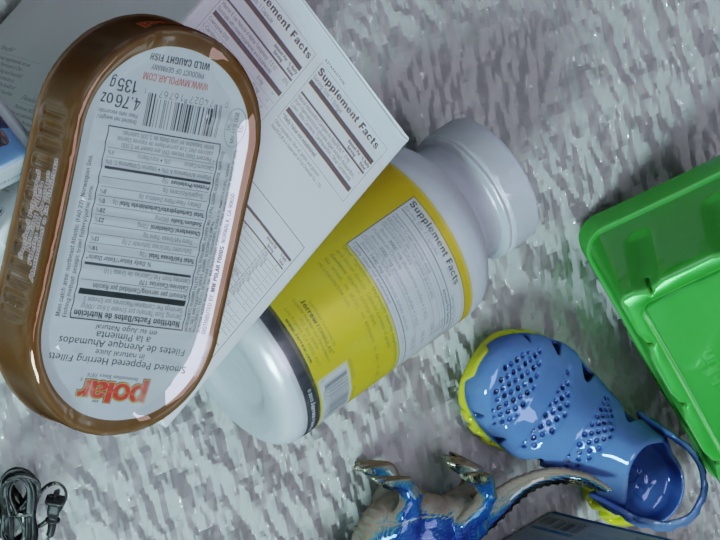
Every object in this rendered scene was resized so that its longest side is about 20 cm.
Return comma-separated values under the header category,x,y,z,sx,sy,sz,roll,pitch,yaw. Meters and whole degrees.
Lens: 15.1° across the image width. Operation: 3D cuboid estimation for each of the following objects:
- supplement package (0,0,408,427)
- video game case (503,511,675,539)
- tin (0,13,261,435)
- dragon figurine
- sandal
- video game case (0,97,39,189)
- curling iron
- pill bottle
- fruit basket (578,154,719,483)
category,x,y,z,sx,sy,sz,roll,pitch,yaw
supplement package,-0.115,-0.056,1.393,0.200,0.152,0.151,-50,125,-16
video game case,0.080,0.201,1.589,0.199,0.143,0.018,-26,107,-27
tin,-0.110,-0.020,1.287,0.112,0.042,0.201,8,97,-33
dragon figurine,0.046,0.163,1.601,0.199,0.059,0.100,-3,102,-24
sandal,0.143,0.100,1.647,0.200,0.087,0.080,32,84,-33
video game case,-0.279,-0.084,1.273,0.182,0.200,0.023,-29,157,-26
curling iron,-0.208,0.063,1.431,0.049,0.026,0.201,-19,111,10
pill bottle,0.000,0.000,1.510,0.200,0.112,0.112,-35,118,-24
fruit basket,0.244,0.018,1.684,0.155,0.216,0.216,-26,121,16
